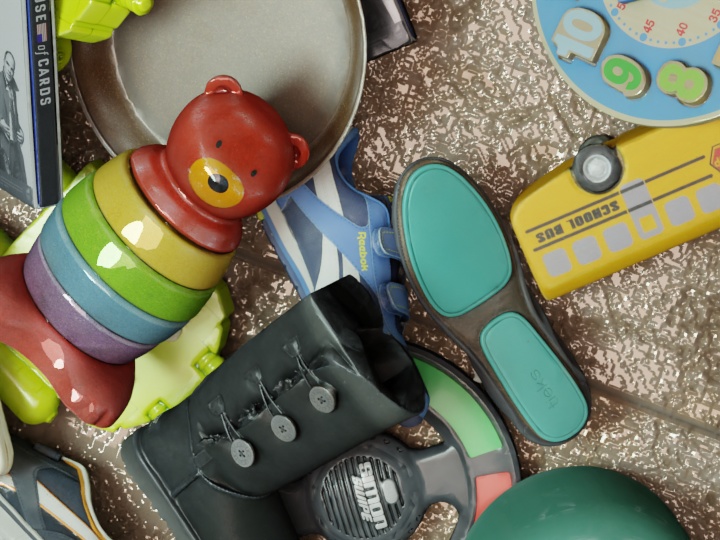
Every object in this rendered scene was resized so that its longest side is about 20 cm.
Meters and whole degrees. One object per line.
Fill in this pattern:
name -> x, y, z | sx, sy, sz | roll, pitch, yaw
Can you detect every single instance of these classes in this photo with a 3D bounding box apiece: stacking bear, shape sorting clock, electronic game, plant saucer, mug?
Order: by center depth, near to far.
stacking bear -> -0.119, -0.025, 1.499 | 0.121, 0.114, 0.200 | 43, 111, -7
shape sorting clock -> 0.189, -0.183, 1.507 | 0.199, 0.039, 0.201 | -8, 75, 34
plant saucer -> -0.083, -0.138, 1.536 | 0.199, 0.032, 0.201 | 5, 103, 21
mug -> 0.127, 0.219, 1.551 | 0.152, 0.114, 0.185 | 40, 97, -13
electronic game -> 0.003, 0.140, 1.611 | 0.199, 0.042, 0.201 | 1, 98, 8

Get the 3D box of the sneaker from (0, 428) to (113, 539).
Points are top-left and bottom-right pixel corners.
sneaker -> -0.227, 0.144, 1.631 | 0.200, 0.079, 0.079 | 46, 138, 22

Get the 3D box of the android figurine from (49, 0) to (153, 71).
android figurine -> -0.179, -0.210, 1.529 | 0.200, 0.041, 0.183 | 28, 106, 45

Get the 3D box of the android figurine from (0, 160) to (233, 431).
android figurine -> -0.165, 0.018, 1.611 | 0.182, 0.041, 0.200 | -43, 89, 11

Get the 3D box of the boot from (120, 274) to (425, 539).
boot -> -0.030, 0.114, 1.528 | 0.165, 0.066, 0.200 | 48, 123, -7

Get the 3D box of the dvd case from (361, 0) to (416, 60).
dvd case -> -0.071, -0.206, 1.573 | 0.150, 0.025, 0.201 | -21, 94, 10

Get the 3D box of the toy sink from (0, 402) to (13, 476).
toy sink -> -0.335, 0.096, 1.574 | 0.200, 0.112, 0.131 | -21, 81, 29

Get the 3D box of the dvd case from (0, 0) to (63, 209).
dvd case -> -0.230, -0.153, 1.538 | 0.025, 0.150, 0.201 | -16, 118, -33

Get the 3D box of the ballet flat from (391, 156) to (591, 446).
ballet flat -> 0.075, 0.019, 1.568 | 0.073, 0.073, 0.200 | -29, 101, 11

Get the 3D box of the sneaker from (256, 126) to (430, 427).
sneaker -> 0.000, 0.000, 1.561 | 0.082, 0.074, 0.200 | -27, 79, 0

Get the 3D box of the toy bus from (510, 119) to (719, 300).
toy bus -> 0.189, -0.058, 1.545 | 0.199, 0.065, 0.079 | -24, 95, 10
